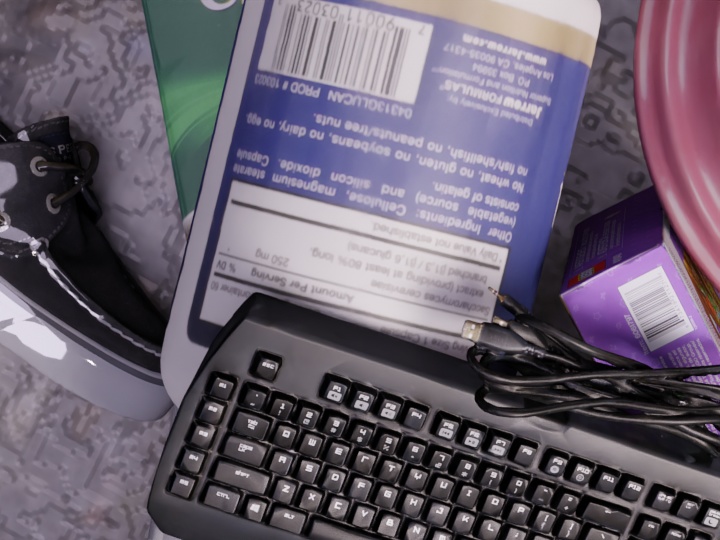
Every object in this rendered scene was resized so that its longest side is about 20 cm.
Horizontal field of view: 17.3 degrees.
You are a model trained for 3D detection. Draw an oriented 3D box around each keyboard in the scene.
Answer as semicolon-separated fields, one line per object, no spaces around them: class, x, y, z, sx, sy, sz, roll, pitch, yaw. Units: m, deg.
keyboard;0.046;0.062;0.671;0.199;0.040;0.105;18;103;-12

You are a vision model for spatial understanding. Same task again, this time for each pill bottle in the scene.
pill bottle;0.000;0.000;0.734;0.110;0.111;0.202;14;92;6

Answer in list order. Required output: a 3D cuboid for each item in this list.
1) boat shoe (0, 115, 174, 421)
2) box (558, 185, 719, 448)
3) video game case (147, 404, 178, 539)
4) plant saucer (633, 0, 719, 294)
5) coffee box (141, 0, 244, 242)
boat shoe;-0.128;-0.033;0.836;0.200;0.070;0.066;44;105;7
box;0.128;0.075;0.776;0.039;0.137;0.201;-27;95;11
video game case;0.014;0.130;0.778;0.181;0.201;0.022;13;145;-5
plant saucer;0.182;-0.062;0.708;0.199;0.051;0.202;0;90;7
coffee box;-0.013;-0.086;0.815;0.122;0.044;0.202;-7;99;11
